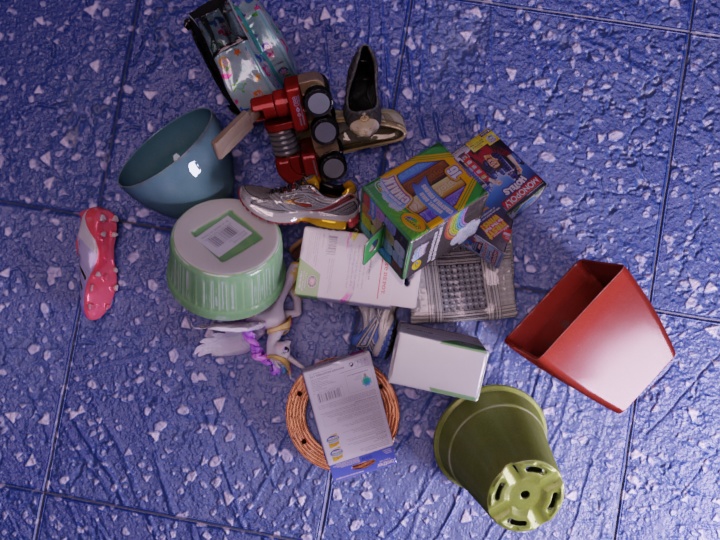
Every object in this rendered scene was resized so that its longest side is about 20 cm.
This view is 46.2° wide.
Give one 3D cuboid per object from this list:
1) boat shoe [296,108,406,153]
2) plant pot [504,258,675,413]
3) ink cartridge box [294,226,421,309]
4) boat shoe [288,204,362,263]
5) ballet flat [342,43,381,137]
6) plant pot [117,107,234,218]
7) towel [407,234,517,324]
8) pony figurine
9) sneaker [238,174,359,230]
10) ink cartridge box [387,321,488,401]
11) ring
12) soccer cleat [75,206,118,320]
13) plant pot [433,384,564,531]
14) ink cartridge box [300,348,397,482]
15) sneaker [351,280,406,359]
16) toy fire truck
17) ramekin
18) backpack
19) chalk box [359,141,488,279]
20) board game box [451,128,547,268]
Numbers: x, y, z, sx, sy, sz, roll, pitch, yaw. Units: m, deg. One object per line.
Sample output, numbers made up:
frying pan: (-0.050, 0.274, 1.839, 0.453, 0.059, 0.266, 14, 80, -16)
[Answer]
boat shoe: (-0.020, -0.239, 1.481, 0.200, 0.063, 0.073, -5, 119, -2)
plant pot: (0.387, 0.117, 1.388, 0.176, 0.200, 0.200, 44, 89, -6)
ink cartridge box: (0.000, 0.000, 1.398, 0.199, 0.067, 0.117, 8, 82, 4)
boat shoe: (-0.026, -0.059, 1.475, 0.200, 0.070, 0.070, -29, 81, 1)
ballet flat: (0.001, -0.308, 1.457, 0.066, 0.057, 0.200, -2, 55, -1)
plant pot: (-0.296, -0.164, 1.455, 0.200, 0.200, 0.135, -37, 121, 0)
towel: (0.174, -0.012, 1.463, 0.192, 0.035, 0.201, -3, 80, -2)
pony figurine: (-0.186, 0.082, 1.448, 0.193, 0.167, 0.200, 5, 71, -4)
sneaker: (-0.099, -0.124, 1.378, 0.199, 0.078, 0.082, 4, 122, -6)
ink cartridge box: (0.124, 0.144, 1.386, 0.145, 0.200, 0.088, 12, 94, 3)
ring: (-0.031, 0.251, 1.479, 0.200, 0.019, 0.201, 0, 85, 4)
soccer cleat: (-0.477, -0.013, 1.509, 0.076, 0.067, 0.201, 6, 92, 35)
plant pot: (0.233, 0.310, 1.343, 0.200, 0.190, 0.201, -2, 105, -8)
ink cartridge box: (-0.018, 0.245, 1.427, 0.119, 0.042, 0.200, -16, 95, -10)
sneaker: (0.029, 0.048, 1.464, 0.085, 0.077, 0.200, 12, 86, 8)
toy fire truck: (-0.133, -0.213, 1.384, 0.199, 0.129, 0.176, -12, 121, 1)
ramekin: (-0.219, -0.025, 1.386, 0.199, 0.098, 0.200, 4, 49, -4)
backpack: (-0.192, -0.356, 1.453, 0.150, 0.178, 0.200, -23, 79, 4)
chalk box: (0.077, -0.082, 1.316, 0.200, 0.125, 0.124, -31, 67, -19)
board game box: (0.209, -0.114, 1.445, 0.200, 0.062, 0.200, -35, 71, -18)
